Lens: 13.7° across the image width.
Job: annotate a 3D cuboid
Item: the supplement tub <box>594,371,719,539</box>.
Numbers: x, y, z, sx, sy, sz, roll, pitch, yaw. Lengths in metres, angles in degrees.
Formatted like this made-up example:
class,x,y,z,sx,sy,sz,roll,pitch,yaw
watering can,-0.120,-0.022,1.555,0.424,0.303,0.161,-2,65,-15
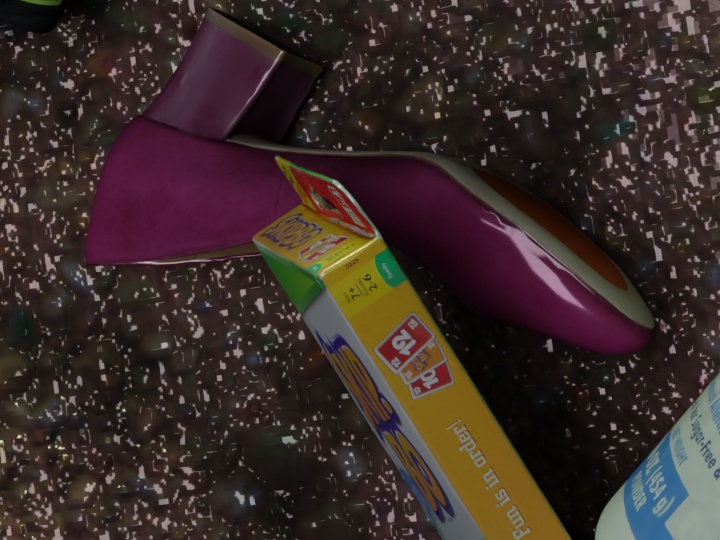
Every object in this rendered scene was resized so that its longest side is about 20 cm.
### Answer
class,x,y,z,sx,sy,sz,roll,pitch,yaw
supplement tub,0.172,0.045,0.838,0.132,0.132,0.200,44,109,17

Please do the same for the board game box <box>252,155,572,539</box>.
class,x,y,z,sx,sy,sz,roll,pitch,yaw
board game box,0.029,0.057,0.889,0.030,0.096,0.200,-31,103,-8

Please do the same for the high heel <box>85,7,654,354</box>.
class,x,y,z,sx,sy,sz,roll,pitch,yaw
high heel,0.000,0.000,0.953,0.200,0.067,0.096,34,99,35

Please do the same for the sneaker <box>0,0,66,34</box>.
class,x,y,z,sx,sy,sz,roll,pitch,yaw
sneaker,-0.108,-0.125,1.001,0.199,0.071,0.083,-32,84,28
